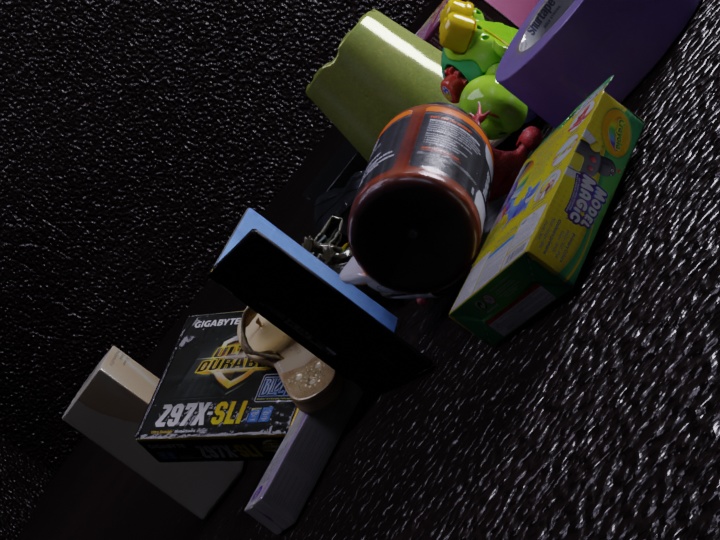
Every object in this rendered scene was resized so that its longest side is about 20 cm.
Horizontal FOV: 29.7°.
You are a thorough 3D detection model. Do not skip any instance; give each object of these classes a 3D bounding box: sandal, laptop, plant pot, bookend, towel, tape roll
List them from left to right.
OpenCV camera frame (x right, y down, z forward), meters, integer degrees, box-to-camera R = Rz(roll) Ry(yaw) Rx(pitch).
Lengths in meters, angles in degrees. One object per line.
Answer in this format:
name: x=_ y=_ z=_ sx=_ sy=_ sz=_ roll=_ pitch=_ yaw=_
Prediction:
sandal: x=-0.079 y=0.055 z=1.287 sx=0.077 sy=0.070 sz=0.212 roll=-35 pitch=32 yaw=-6
towel: x=-0.085 y=0.044 z=1.569 sx=0.193 sy=0.034 sz=0.200 roll=-54 pitch=-3 yaw=-20
laptop: x=-0.026 y=0.010 z=1.211 sx=0.116 sy=0.187 sz=0.200 roll=-58 pitch=10 yaw=-26
bookend: x=0.023 y=-0.142 z=1.840 sx=0.200 sy=0.092 sz=0.199 roll=-52 pitch=11 yaw=2
plant pot: x=0.042 y=-0.205 z=1.625 sx=0.201 sy=0.184 sz=0.200 roll=-51 pitch=3 yaw=3
sandal: x=0.072 y=-0.007 z=1.184 sx=0.206 sy=0.059 sz=0.079 roll=-15 pitch=25 yaw=35
tape roll: x=0.214 y=-0.223 z=1.209 sx=0.200 sy=0.085 sz=0.200 roll=-52 pitch=10 yaw=13

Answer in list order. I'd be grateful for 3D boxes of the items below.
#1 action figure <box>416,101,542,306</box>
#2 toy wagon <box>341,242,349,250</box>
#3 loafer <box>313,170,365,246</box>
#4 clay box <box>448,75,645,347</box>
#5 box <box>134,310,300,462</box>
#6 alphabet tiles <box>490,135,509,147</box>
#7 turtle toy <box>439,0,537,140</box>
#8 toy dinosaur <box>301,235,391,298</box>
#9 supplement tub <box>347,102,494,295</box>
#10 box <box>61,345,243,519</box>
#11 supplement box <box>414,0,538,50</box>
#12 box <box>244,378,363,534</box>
action figure: x=0.099 y=-0.070 z=1.257 sx=0.200 sy=0.065 sz=0.099 roll=-48 pitch=24 yaw=29
toy wagon: x=-0.031 y=0.033 z=1.621 sx=0.155 sy=0.040 sz=0.200 roll=-47 pitch=11 yaw=36
loafer: x=0.004 y=-0.070 z=1.578 sx=0.200 sy=0.068 sz=0.071 roll=-24 pitch=64 yaw=61
clay box: x=0.145 y=-0.048 z=1.015 sx=0.200 sy=0.048 sz=0.115 roll=-59 pitch=9 yaw=-35
box: x=-0.114 y=0.113 z=1.365 sx=0.199 sy=0.049 sz=0.160 roll=-6 pitch=49 yaw=33
alphabet tiles: x=0.081 y=-0.092 z=1.452 sx=0.200 sy=0.006 sz=0.166 roll=-39 pitch=4 yaw=-17
turtle toy: x=0.139 y=-0.199 z=1.389 sx=0.200 sy=0.145 sz=0.101 roll=-77 pitch=6 yaw=-67
toy dinosaur: x=0.000 y=0.000 z=1.445 sx=0.200 sy=0.102 sz=0.077 roll=-12 pitch=79 yaw=52
supplement tub: x=0.055 y=-0.071 z=1.117 sx=0.107 sy=0.107 sz=0.200 roll=-48 pitch=11 yaw=29
box: x=-0.232 y=0.185 z=1.554 sx=0.078 sy=0.200 sz=0.095 roll=-51 pitch=10 yaw=11
supplement box: x=0.142 y=-0.317 z=1.858 sx=0.200 sy=0.103 sz=0.131 roll=-46 pitch=11 yaw=40
box: x=-0.041 y=0.147 z=1.245 sx=0.039 sy=0.041 sz=0.200 roll=-41 pitch=16 yaw=51
